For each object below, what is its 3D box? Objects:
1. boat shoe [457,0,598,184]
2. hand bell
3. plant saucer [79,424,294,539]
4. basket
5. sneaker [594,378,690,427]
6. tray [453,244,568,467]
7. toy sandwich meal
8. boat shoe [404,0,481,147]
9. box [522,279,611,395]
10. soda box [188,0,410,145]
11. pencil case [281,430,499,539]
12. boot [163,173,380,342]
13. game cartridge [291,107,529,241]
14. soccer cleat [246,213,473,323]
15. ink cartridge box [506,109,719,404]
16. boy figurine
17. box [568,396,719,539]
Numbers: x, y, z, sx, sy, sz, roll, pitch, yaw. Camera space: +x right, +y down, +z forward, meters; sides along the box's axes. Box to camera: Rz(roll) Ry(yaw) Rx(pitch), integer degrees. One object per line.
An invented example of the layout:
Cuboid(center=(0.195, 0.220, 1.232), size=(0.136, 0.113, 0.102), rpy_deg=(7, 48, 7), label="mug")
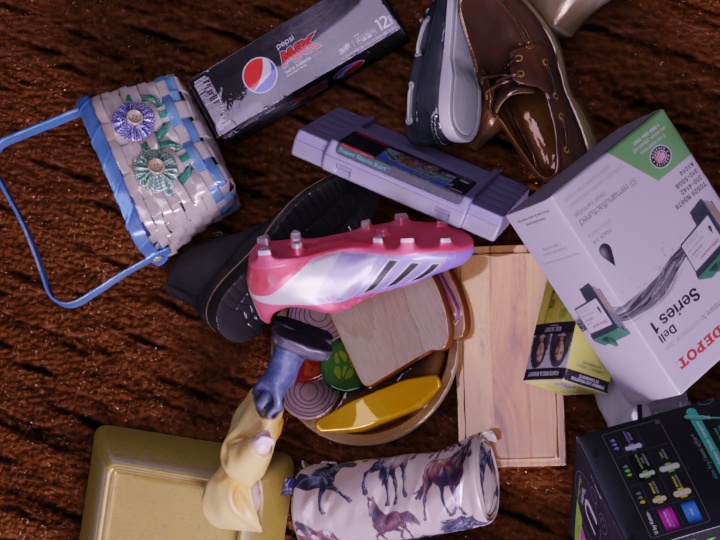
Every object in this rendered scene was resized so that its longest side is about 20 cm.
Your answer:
Cuboid(center=(0.141, -0.165, 1.472), size=(0.072, 0.067, 0.201), rpy_deg=(-29, 87, 34), label="boat shoe")
Cuboid(center=(0.152, -0.199, 1.535), size=(0.104, 0.104, 0.201), rpy_deg=(35, 105, 10), label="hand bell")
Cuboid(center=(-0.174, 0.257, 1.567), size=(0.199, 0.048, 0.201), rpy_deg=(8, 87, 10), label="plant saucer")
Cuboid(center=(-0.226, -0.082, 1.548), size=(0.199, 0.139, 0.177), rpy_deg=(-29, 76, 2), label="basket")
Cuboid(center=(0.242, 0.079, 1.499), size=(0.080, 0.076, 0.201), rpy_deg=(-21, 62, 50), label="sneaker")
Cuboid(center=(0.136, 0.078, 1.533), size=(0.098, 0.037, 0.201), rpy_deg=(-2, 87, 9), label="tray")
Cuboid(center=(0.003, 0.062, 1.523), size=(0.204, 0.070, 0.206), rpy_deg=(-3, 81, 19), label="toy sandwich meal")
Cuboid(center=(0.077, -0.209, 1.536), size=(0.060, 0.076, 0.201), rpy_deg=(-6, 63, 34), label="boat shoe")
Cuboid(center=(0.202, 0.009, 1.485), size=(0.050, 0.075, 0.201), rpy_deg=(20, 79, -21), label="box")
Cuboid(center=(-0.056, -0.195, 1.563), size=(0.199, 0.071, 0.064), rpy_deg=(-30, 83, 7), label="soda box")
Cuboid(center=(0.032, 0.198, 1.501), size=(0.199, 0.078, 0.090), rpy_deg=(-13, 74, 21), label="pencil case")
Cuboid(center=(-0.090, -0.033, 1.552), size=(0.200, 0.138, 0.078), rpy_deg=(-41, 121, -16), label="boot")
Cuboid(center=(0.047, -0.091, 1.511), size=(0.199, 0.130, 0.039), rpy_deg=(24, 106, 9), label="game cartridge")
Cuboid(center=(0.000, 0.000, 1.461), size=(0.199, 0.067, 0.077), rpy_deg=(-6, 115, -1), label="soccer cleat")
Cuboid(center=(0.242, -0.009, 1.415), size=(0.146, 0.084, 0.200), rpy_deg=(-37, 96, -24), label="ink cartridge box")
Cuboid(center=(-0.086, 0.144, 1.486), size=(0.064, 0.124, 0.201), rpy_deg=(19, 101, -6), label="boy figurine")
Cuboid(center=(0.288, 0.200, 1.399), size=(0.199, 0.149, 0.125), rpy_deg=(-15, 49, -8), label="box")
